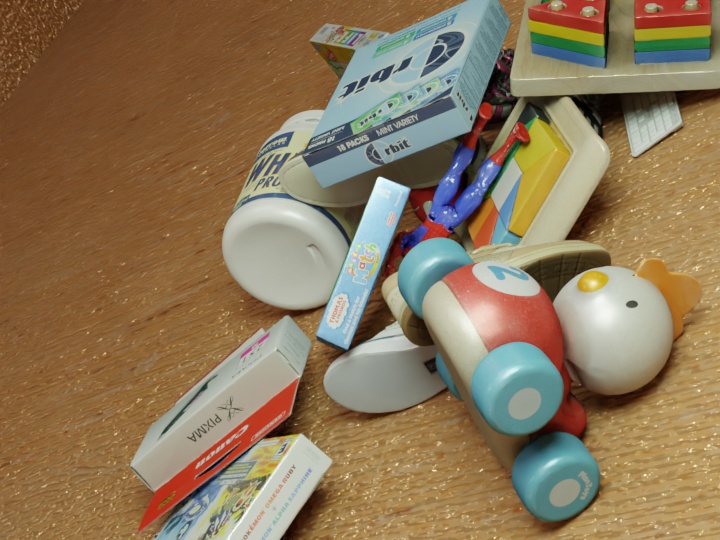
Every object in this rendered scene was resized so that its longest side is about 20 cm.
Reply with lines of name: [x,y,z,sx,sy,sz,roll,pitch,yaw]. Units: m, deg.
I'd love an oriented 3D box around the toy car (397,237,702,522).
toy car: [0.159,0.043,1.027,0.198,0.178,0.185,-30,35,-3]

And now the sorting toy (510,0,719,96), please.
sorting toy: [0.248,-0.247,1.333,0.196,0.070,0.201,-1,34,13]

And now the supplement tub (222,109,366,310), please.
supplement tub: [-0.062,-0.071,1.538,0.144,0.145,0.201,-25,30,32]

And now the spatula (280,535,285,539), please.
spatula: [-0.074,0.238,1.205,0.056,0.021,0.201,-35,26,35]

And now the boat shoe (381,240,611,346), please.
boat shoe: [0.115,0.004,1.149,0.198,0.072,0.065,-11,39,-21]

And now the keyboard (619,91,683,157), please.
keyboard: [0.282,-0.177,1.365,0.056,0.011,0.201,-31,27,23]

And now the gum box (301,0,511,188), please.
gum box: [0.047,-0.177,1.337,0.168,0.045,0.201,-19,29,30]

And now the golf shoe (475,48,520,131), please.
golf shoe: [0.130,-0.176,1.456,0.093,0.072,0.199,-55,-16,25]

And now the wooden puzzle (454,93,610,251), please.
wooden puzzle: [0.148,-0.076,1.289,0.186,0.037,0.201,-60,21,19]

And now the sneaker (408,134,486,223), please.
sneaker: [0.083,-0.122,1.478,0.077,0.085,0.201,-29,28,22]

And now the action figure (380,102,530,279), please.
action figure: [0.081,-0.048,1.289,0.201,0.065,0.099,-58,8,27]

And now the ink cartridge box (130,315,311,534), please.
ink cartridge box: [-0.141,0.145,1.334,0.199,0.044,0.174,-39,10,15]

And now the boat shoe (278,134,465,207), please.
boat shoe: [0.012,-0.116,1.404,0.198,0.072,0.060,-10,40,24]

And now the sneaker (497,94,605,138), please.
sneaker: [0.190,-0.169,1.414,0.115,0.075,0.201,-27,30,35]

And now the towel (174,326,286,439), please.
towel: [-0.141,0.150,1.450,0.144,0.023,0.200,-40,23,11]

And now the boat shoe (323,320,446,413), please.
boat shoe: [0.059,0.069,1.239,0.198,0.074,0.066,-18,28,23]

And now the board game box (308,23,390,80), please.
board game box: [0.023,-0.236,1.692,0.034,0.135,0.200,-45,24,-8]

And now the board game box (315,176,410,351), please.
board game box: [0.000,0.000,1.306,0.200,0.036,0.153,102,-170,-85]

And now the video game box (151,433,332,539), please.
video game box: [-0.128,0.233,1.226,0.183,0.047,0.199,-57,16,-24]
